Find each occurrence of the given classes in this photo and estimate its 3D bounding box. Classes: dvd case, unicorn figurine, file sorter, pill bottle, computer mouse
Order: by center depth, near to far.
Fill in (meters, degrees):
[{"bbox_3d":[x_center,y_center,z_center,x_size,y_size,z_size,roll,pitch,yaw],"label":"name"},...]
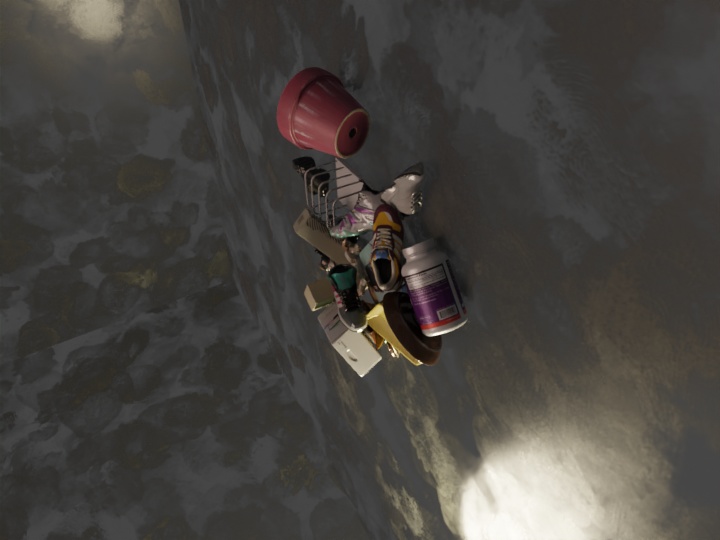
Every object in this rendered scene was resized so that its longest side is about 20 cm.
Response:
[{"bbox_3d":[0.160,0.036,1.245,0.112,0.111,0.203,-17,93,68],"label":"pill bottle"},{"bbox_3d":[0.060,-0.013,1.396,0.148,0.022,0.200,67,155,9],"label":"dvd case"},{"bbox_3d":[-0.063,-0.202,1.561,0.200,0.123,0.141,48,150,44],"label":"file sorter"},{"bbox_3d":[0.000,0.000,1.570,0.137,0.073,0.204,-175,68,-76],"label":"unicorn figurine"},{"bbox_3d":[-0.064,-0.113,1.738,0.199,0.052,0.141,-3,105,68],"label":"computer mouse"}]

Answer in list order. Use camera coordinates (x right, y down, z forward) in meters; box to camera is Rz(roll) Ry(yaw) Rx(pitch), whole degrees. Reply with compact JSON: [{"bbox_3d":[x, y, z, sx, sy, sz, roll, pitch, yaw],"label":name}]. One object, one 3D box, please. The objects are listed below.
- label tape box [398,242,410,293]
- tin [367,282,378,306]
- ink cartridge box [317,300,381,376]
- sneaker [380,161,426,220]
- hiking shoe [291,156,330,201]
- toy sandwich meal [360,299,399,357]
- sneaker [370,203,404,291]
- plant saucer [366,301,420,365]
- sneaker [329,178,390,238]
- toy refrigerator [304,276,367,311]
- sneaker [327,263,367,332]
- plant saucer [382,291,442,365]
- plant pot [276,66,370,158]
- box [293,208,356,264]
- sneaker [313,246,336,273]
[{"bbox_3d":[0.110,0.016,1.416,0.200,0.065,0.145,49,151,46],"label":"label tape box"},{"bbox_3d":[0.078,0.088,1.593,0.202,0.041,0.112,61,153,22],"label":"tin"},{"bbox_3d":[-0.034,0.193,1.606,0.145,0.084,0.200,50,179,-23],"label":"ink cartridge box"},{"bbox_3d":[0.113,-0.178,1.252,0.088,0.074,0.200,56,164,3],"label":"sneaker"},{"bbox_3d":[-0.164,-0.295,1.788,0.200,0.075,0.102,46,146,44],"label":"hiking shoe"},{"bbox_3d":[0.045,0.178,1.636,0.207,0.070,0.205,60,177,5],"label":"toy sandwich meal"},{"bbox_3d":[0.060,-0.055,1.263,0.090,0.074,0.204,4,-102,-72],"label":"sneaker"},{"bbox_3d":[0.113,0.156,1.455,0.199,0.049,0.200,41,160,1],"label":"plant saucer"},{"bbox_3d":[0.000,-0.165,1.435,0.197,0.077,0.143,-10,92,25],"label":"sneaker"},{"bbox_3d":[-0.065,0.052,1.687,0.071,0.197,0.076,62,157,15],"label":"toy refrigerator"},{"bbox_3d":[-0.033,0.056,1.473,0.122,0.082,0.201,82,167,-47],"label":"sneaker"},{"bbox_3d":[0.130,0.126,1.304,0.034,0.199,0.202,-39,66,25],"label":"plant saucer"},{"bbox_3d":[-0.079,-0.377,1.382,0.178,0.199,0.202,36,144,28],"label":"plant pot"},{"bbox_3d":[-0.097,-0.089,1.612,0.199,0.069,0.082,35,-171,-24],"label":"box"},{"bbox_3d":[-0.094,-0.014,1.854,0.202,0.085,0.081,61,159,21],"label":"sneaker"}]
